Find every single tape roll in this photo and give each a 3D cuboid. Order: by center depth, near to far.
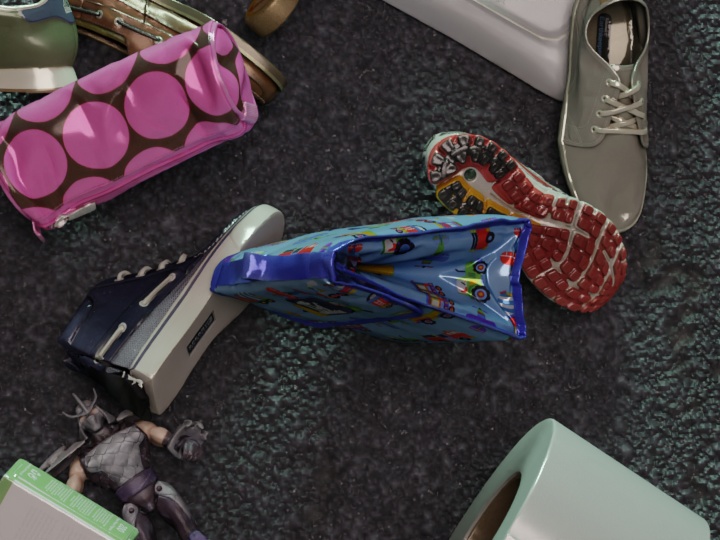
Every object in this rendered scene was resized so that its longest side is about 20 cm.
[{"bbox_3d":[0.140,0.228,1.469,0.139,0.203,0.203,33,76,-4],"label":"tape roll"}]

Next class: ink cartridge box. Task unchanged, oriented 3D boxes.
[{"bbox_3d":[-0.197,0.248,1.445,0.199,0.048,0.146,31,103,0],"label":"ink cartridge box"}]

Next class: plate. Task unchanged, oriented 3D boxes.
[{"bbox_3d":[0.129,-0.268,1.645,0.199,0.032,0.201,29,76,-5],"label":"plate"}]

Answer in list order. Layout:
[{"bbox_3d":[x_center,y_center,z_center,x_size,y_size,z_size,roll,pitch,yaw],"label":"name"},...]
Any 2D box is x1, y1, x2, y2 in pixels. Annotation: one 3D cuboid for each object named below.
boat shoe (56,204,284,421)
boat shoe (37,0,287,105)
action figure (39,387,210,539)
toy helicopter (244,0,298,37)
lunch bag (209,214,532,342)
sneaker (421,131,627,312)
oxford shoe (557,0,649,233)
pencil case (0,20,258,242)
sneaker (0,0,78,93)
[{"bbox_3d":[-0.144,0.013,1.524,0.092,0.075,0.200,24,56,20],"label":"boat shoe"},{"bbox_3d":[-0.154,-0.173,1.562,0.199,0.072,0.068,31,80,6],"label":"boat shoe"},{"bbox_3d":[-0.155,0.172,1.494,0.130,0.069,0.201,-34,83,-3],"label":"action figure"},{"bbox_3d":[-0.016,-0.260,1.572,0.079,0.132,0.200,40,88,-25],"label":"toy helicopter"},{"bbox_3d":[0.000,0.000,1.469,0.199,0.150,0.095,6,84,-36],"label":"lunch bag"},{"bbox_3d":[0.129,-0.045,1.582,0.200,0.082,0.078,41,93,-19],"label":"sneaker"},{"bbox_3d":[0.198,-0.129,1.606,0.075,0.058,0.201,-2,95,-20],"label":"oxford shoe"},{"bbox_3d":[-0.172,-0.103,1.498,0.199,0.091,0.094,-27,68,8],"label":"pencil case"},{"bbox_3d":[-0.309,-0.180,1.515,0.199,0.067,0.091,1,98,-6],"label":"sneaker"}]
